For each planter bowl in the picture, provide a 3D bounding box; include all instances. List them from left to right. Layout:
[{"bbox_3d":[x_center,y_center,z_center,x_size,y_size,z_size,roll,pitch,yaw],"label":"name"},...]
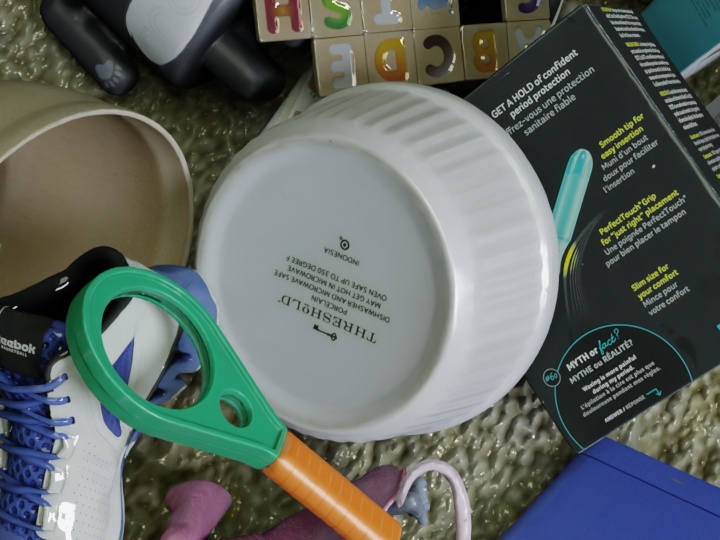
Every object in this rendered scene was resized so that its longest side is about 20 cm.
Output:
[{"bbox_3d":[-0.205,-0.018,0.733,0.134,0.201,0.200,30,68,27],"label":"planter bowl"}]

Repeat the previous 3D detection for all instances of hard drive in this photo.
[{"bbox_3d":[0.126,0.184,0.757,0.132,0.025,0.200,22,52,40],"label":"hard drive"}]

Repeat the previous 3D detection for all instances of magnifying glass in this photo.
[{"bbox_3d":[-0.057,0.074,0.657,0.200,0.022,0.080,40,37,-16],"label":"magnifying glass"}]

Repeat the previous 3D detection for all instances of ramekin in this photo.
[{"bbox_3d":[0.000,0.000,0.745,0.203,0.202,0.094,58,28,8],"label":"ramekin"}]

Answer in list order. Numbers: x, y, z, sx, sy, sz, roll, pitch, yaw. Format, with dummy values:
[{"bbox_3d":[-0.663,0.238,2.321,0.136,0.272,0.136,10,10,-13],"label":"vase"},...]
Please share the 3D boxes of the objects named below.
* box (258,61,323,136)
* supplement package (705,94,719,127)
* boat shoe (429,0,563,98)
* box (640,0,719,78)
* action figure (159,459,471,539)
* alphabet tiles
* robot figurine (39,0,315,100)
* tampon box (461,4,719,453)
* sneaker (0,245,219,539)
[{"bbox_3d":[-0.004,-0.134,0.872,0.039,0.041,0.201,33,72,-1],"label":"box"},{"bbox_3d":[0.318,-0.041,0.868,0.117,0.117,0.201,-12,76,-14],"label":"supplement package"},{"bbox_3d":[0.093,-0.169,0.888,0.072,0.068,0.201,31,69,-1],"label":"boat shoe"},{"bbox_3d":[0.227,-0.168,0.841,0.082,0.200,0.049,-30,86,-18],"label":"box"},{"bbox_3d":[-0.054,0.175,0.724,0.199,0.149,0.135,-3,80,-26],"label":"action figure"},{"bbox_3d":[0.025,-0.192,0.802,0.199,0.008,0.168,-10,98,-27],"label":"alphabet tiles"},{"bbox_3d":[-0.110,-0.192,0.825,0.200,0.125,0.150,44,61,3],"label":"robot figurine"},{"bbox_3d":[0.143,-0.029,0.794,0.150,0.126,0.201,-36,82,25],"label":"tampon box"},{"bbox_3d":[-0.156,0.070,0.679,0.080,0.115,0.200,18,78,29],"label":"sneaker"}]
